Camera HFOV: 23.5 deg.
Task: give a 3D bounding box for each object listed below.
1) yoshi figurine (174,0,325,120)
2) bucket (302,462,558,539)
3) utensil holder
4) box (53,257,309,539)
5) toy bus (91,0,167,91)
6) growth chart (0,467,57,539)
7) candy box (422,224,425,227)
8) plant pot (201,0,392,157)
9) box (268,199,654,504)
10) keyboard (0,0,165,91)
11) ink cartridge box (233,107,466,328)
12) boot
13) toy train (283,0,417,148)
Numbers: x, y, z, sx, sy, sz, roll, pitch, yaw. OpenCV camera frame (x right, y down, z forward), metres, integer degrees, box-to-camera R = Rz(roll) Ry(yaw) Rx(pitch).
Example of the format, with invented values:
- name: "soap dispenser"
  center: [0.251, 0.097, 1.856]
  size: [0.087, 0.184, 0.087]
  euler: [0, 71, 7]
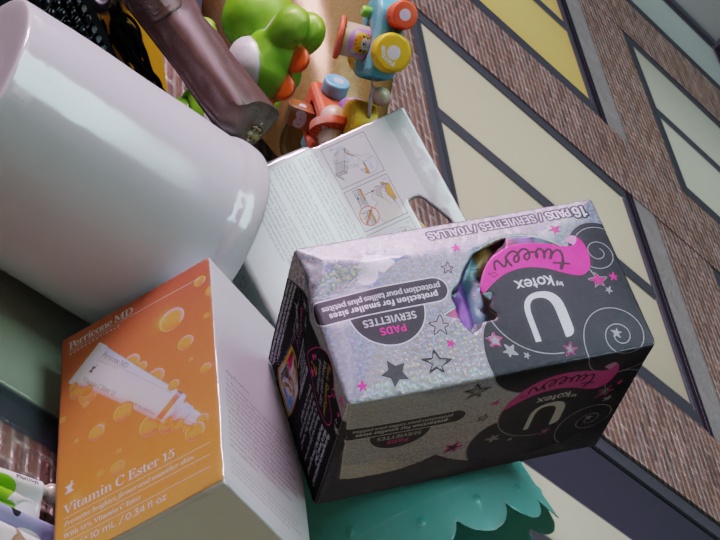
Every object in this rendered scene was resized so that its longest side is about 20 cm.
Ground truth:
- name: "yoshi figurine"
  center: [-0.109, -0.157, 1.407]
  size: [0.112, 0.200, 0.112]
  euler: [49, 25, 0]
- name: "bucket"
  center: [0.018, 0.160, 1.182]
  size: [0.207, 0.207, 0.135]
  euler: [8, 48, -57]
- name: "utensil holder"
  center: [-0.190, -0.062, 1.170]
  size: [0.199, 0.170, 0.171]
  euler: [33, 29, -30]
- name: "box"
  center: [-0.113, 0.111, 1.082]
  size: [0.098, 0.124, 0.201]
  euler: [50, 18, -36]
- name: "toy bus"
  center: [-0.200, -0.173, 1.362]
  size: [0.065, 0.078, 0.202]
  euler: [-7, 90, -61]
- name: "growth chart"
  center: [-0.194, 0.190, 0.982]
  size: [0.144, 0.018, 0.201]
  euler: [24, 36, -47]
- name: "candy box"
  center: [0.081, 0.031, 1.599]
  size: [0.115, 0.055, 0.200]
  euler: [43, 10, -18]
- name: "plant pot"
  center: [-0.045, -0.182, 1.578]
  size: [0.186, 0.186, 0.201]
  euler: [33, 30, -35]
- name: "box"
  center: [0.059, 0.050, 1.067]
  size: [0.198, 0.133, 0.115]
  euler: [-10, 59, -18]
- name: "keyboard"
  center: [-0.185, -0.147, 1.255]
  size: [0.104, 0.039, 0.201]
  euler: [-57, 138, -38]
- name: "ink cartridge box"
  center: [0.000, 0.000, 1.285]
  size: [0.175, 0.045, 0.201]
  euler: [-24, 78, -23]
- name: "boot"
  center: [-0.131, -0.178, 1.231]
  size: [0.201, 0.064, 0.186]
  euler: [58, 5, 8]
- name: "toy train"
  center: [-0.017, -0.157, 1.374]
  size: [0.055, 0.201, 0.151]
  euler: [9, 39, -19]
